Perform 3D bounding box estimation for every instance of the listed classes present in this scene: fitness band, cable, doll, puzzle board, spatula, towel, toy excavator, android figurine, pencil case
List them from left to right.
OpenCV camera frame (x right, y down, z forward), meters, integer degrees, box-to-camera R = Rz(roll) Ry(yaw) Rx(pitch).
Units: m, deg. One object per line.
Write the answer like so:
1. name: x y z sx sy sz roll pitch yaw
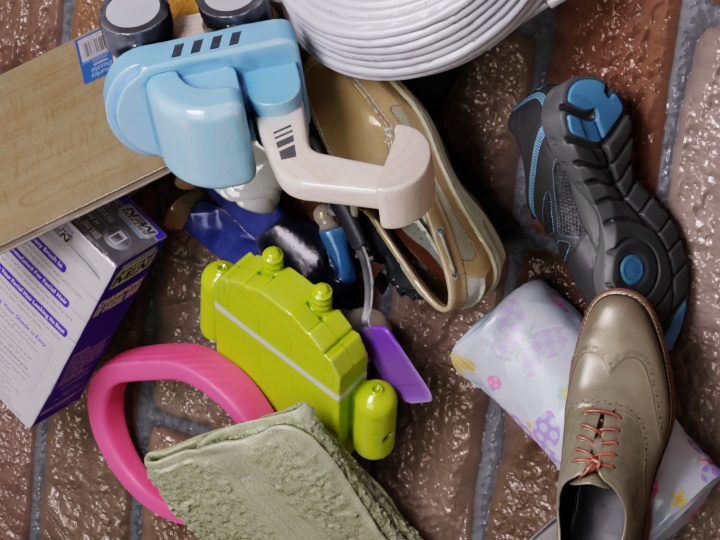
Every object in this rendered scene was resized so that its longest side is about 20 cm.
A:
1. puzzle board: -0.199 -0.100 1.622 0.199 0.017 0.151 -25 52 8
2. fitness band: -0.132 0.124 1.737 0.200 0.037 0.144 -7 113 49
3. toy excavator: -0.062 -0.091 1.458 0.194 0.200 0.100 -11 138 -2
4. doll: -0.054 -0.001 1.677 0.200 0.048 0.137 38 132 21
5. towel: -0.052 0.178 1.668 0.148 0.037 0.200 -20 128 24
6. android figurine: -0.048 0.061 1.646 0.182 0.041 0.200 35 148 24
7. spatula: 0.000 0.000 1.593 0.056 0.020 0.201 -14 95 64
8. cable: 0.035 -0.215 1.494 0.200 0.069 0.200 -39 54 0
9. pencil case: 0.151 0.099 1.560 0.200 0.083 0.091 46 108 11

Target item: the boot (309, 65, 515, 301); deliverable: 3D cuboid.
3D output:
1. boot: 0.050 -0.083 1.579 0.198 0.073 0.163 -40 79 40

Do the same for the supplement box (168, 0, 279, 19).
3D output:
1. supplement box: -0.137 -0.219 1.608 0.069 0.066 0.200 -53 48 16

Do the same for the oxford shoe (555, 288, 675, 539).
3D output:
1. oxford shoe: 0.161 0.112 1.474 0.070 0.075 0.201 2 91 16

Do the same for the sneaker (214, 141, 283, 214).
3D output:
1. sneaker: -0.100 -0.130 1.646 0.200 0.070 0.080 50 118 31

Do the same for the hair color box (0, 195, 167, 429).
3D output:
1. hair color box: -0.231 0.012 1.711 0.109 0.065 0.200 45 135 12

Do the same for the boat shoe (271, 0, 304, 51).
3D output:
1. boat shoe: -0.040 -0.200 1.622 0.199 0.063 0.073 -2 147 39

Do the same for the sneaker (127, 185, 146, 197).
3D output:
1. sneaker: -0.227 -0.080 1.749 0.200 0.071 0.099 -30 92 38

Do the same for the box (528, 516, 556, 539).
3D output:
1. box: 0.133 0.276 1.599 0.128 0.109 0.200 42 125 15

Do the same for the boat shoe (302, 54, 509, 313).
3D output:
1. boat shoe: 0.019 -0.061 1.519 0.200 0.076 0.072 52 131 7

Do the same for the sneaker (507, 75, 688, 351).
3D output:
1. sneaker: 0.159 -0.031 1.540 0.082 0.073 0.201 -5 103 58
